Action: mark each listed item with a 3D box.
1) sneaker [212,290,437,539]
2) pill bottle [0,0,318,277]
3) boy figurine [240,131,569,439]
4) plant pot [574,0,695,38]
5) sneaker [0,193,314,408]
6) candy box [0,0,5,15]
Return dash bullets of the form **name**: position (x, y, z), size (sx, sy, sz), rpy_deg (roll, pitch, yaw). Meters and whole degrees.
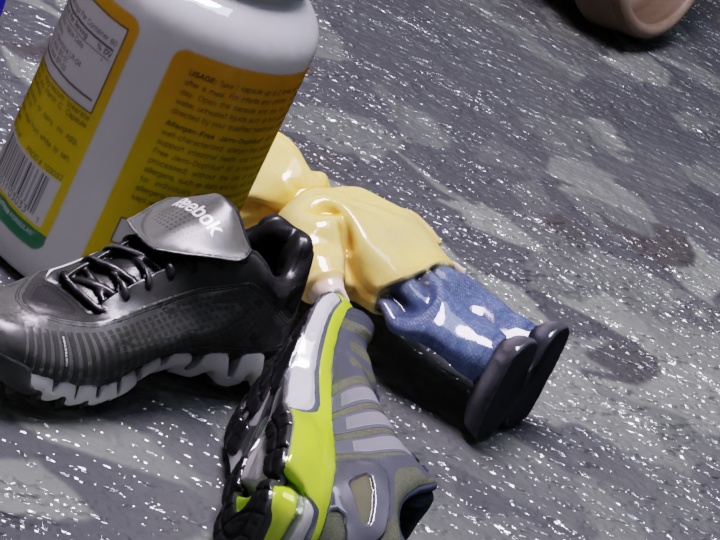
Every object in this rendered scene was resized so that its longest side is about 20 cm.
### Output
- **sneaker**: position (-0.010, 0.080, 1.269), size (0.081, 0.074, 0.200), rpy_deg (32, 26, -12)
- **pill bottle**: position (-0.087, -0.088, 1.362), size (0.112, 0.201, 0.113), rpy_deg (22, 22, -10)
- **boy figurine**: position (0.000, 0.000, 1.450), size (0.199, 0.065, 0.124), rpy_deg (33, 23, 17)
- **plant pot**: position (0.151, -0.279, 2.113), size (0.174, 0.201, 0.200), rpy_deg (18, 16, 26)
- **sneaker**: position (-0.092, 0.006, 1.295), size (0.066, 0.091, 0.199), rpy_deg (40, 25, 32)
- **candy box**: position (-0.285, -0.217, 1.593), size (0.168, 0.077, 0.200), rpy_deg (10, 26, -34)
